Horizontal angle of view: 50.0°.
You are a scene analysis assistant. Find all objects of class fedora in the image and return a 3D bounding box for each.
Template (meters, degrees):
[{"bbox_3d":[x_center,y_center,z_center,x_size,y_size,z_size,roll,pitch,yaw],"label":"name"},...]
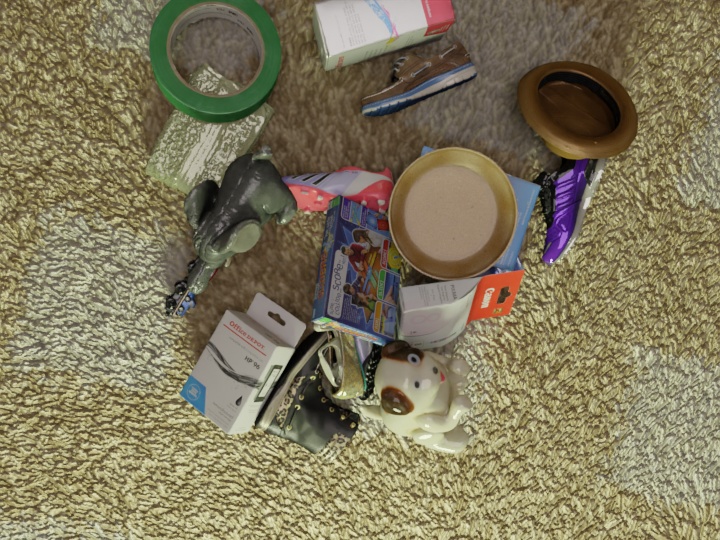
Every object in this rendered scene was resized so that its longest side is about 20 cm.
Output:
[{"bbox_3d":[0.336,-0.241,1.228,0.198,0.082,0.203,3,61,-6],"label":"fedora"}]

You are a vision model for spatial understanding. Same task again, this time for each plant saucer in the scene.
[{"bbox_3d":[0.140,-0.087,1.183,0.197,0.035,0.203,0,97,-2],"label":"plant saucer"}]

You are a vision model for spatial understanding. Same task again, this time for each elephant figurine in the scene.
[{"bbox_3d":[-0.198,-0.071,1.157,0.200,0.141,0.156,-47,124,-20],"label":"elephant figurine"}]

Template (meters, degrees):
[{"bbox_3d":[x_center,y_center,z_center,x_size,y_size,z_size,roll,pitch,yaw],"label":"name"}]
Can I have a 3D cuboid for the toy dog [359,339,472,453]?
[{"bbox_3d":[0.084,0.183,1.208,0.191,0.200,0.141,5,64,17],"label":"toy dog"}]

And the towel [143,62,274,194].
[{"bbox_3d":[-0.243,-0.211,1.230,0.147,0.036,0.201,30,93,-5],"label":"towel"}]

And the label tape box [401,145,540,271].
[{"bbox_3d":[0.168,-0.098,1.234,0.198,0.066,0.145,18,95,-3],"label":"label tape box"}]

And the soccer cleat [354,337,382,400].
[{"bbox_3d":[-0.006,0.114,1.275,0.072,0.068,0.203,6,103,22],"label":"soccer cleat"}]

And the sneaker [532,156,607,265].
[{"bbox_3d":[0.322,-0.113,1.269,0.099,0.070,0.202,22,90,1],"label":"sneaker"}]

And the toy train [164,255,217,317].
[{"bbox_3d":[-0.255,-0.005,1.254,0.046,0.034,0.201,33,92,-19],"label":"toy train"}]

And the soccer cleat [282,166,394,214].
[{"bbox_3d":[-0.043,-0.136,1.247,0.197,0.067,0.077,5,60,3],"label":"soccer cleat"}]

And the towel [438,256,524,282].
[{"bbox_3d":[0.175,-0.059,1.282,0.146,0.024,0.202,-24,97,0],"label":"towel"}]

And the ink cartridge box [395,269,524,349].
[{"bbox_3d":[0.156,0.068,1.227,0.197,0.163,0.058,-4,61,-2],"label":"ink cartridge box"}]

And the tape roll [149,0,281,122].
[{"bbox_3d":[-0.222,-0.332,1.190,0.198,0.048,0.203,1,83,-11],"label":"tape roll"}]

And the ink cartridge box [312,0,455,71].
[{"bbox_3d":[0.031,-0.378,1.175,0.198,0.148,0.087,-15,97,-3],"label":"ink cartridge box"}]

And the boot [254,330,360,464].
[{"bbox_3d":[-0.064,0.207,1.270,0.150,0.073,0.201,35,84,-12],"label":"boot"}]

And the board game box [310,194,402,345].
[{"bbox_3d":[0.000,0.000,1.195,0.134,0.034,0.202,22,63,-31],"label":"board game box"}]

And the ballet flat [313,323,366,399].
[{"bbox_3d":[-0.040,0.104,1.211,0.070,0.071,0.203,-11,91,-3],"label":"ballet flat"}]

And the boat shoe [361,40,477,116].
[{"bbox_3d":[0.084,-0.306,1.231,0.198,0.072,0.073,-23,93,-11],"label":"boat shoe"}]

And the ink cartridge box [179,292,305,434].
[{"bbox_3d":[-0.187,0.144,1.234,0.115,0.068,0.201,31,94,22],"label":"ink cartridge box"}]
